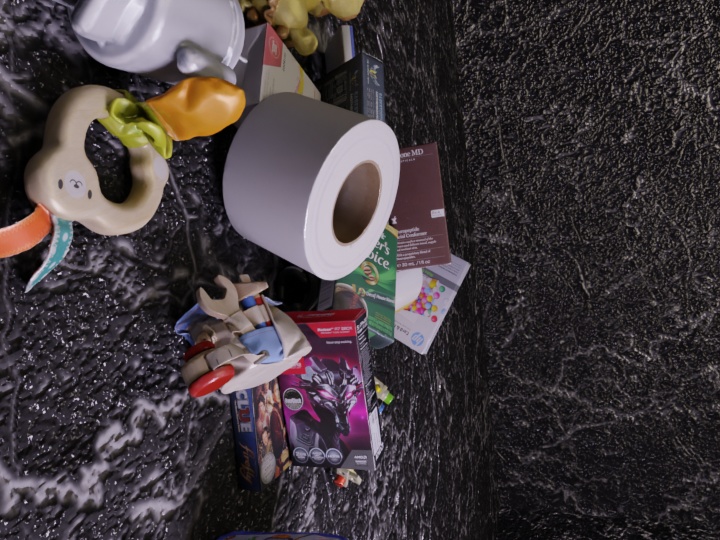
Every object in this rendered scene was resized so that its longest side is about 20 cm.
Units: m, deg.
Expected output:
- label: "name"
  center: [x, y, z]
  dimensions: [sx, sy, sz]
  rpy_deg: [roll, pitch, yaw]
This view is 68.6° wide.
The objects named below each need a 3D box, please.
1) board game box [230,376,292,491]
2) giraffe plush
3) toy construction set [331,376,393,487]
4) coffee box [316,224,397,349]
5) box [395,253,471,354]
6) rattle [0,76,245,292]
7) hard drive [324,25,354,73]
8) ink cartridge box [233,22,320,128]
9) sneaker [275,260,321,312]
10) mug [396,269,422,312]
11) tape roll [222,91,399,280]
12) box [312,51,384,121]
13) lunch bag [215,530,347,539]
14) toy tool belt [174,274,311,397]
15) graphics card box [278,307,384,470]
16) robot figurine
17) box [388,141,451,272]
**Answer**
- label: "board game box"
  center: [-0.107, 0.194, 0.738]
  dimensions: [0.199, 0.034, 0.139]
  rpy_deg: [-17, 103, -69]
- label: "giraffe plush"
  center: [-0.093, -0.384, 0.734]
  dimensions: [0.200, 0.169, 0.165]
  rpy_deg: [48, 63, -72]
- label: "toy construction set"
  center: [-0.009, 0.266, 0.920]
  dimensions: [0.132, 0.091, 0.202]
  rpy_deg: [122, -8, -54]
- label: "coffee box"
  center: [0.000, 0.000, 0.789]
  dimensions: [0.122, 0.044, 0.204]
  rpy_deg: [30, 49, -31]
- label: "box"
  center: [0.110, 0.042, 1.071]
  dimensions: [0.203, 0.154, 0.041]
  rpy_deg: [-63, 157, 4]
- label: "rattle"
  center: [-0.189, -0.073, 0.429]
  dimensions: [0.202, 0.139, 0.133]
  rpy_deg: [-74, 170, -54]
- label: "hard drive"
  center: [-0.031, -0.304, 0.936]
  dimensions: [0.132, 0.025, 0.205]
  rpy_deg: [-170, -106, -74]
- label: "ink cartridge box"
  center: [-0.111, -0.229, 0.747]
  dimensions: [0.200, 0.066, 0.119]
  rpy_deg: [37, 53, -64]
- label: "sneaker"
  center: [-0.079, 0.000, 0.792]
  dimensions: [0.098, 0.069, 0.204]
  rpy_deg: [59, 35, -53]
- label: "mug"
  center: [0.027, 0.046, 0.981]
  dimensions: [0.153, 0.147, 0.191]
  rpy_deg: [-34, 112, -57]
- label: "tape roll"
  center: [-0.057, -0.108, 0.674]
  dimensions: [0.202, 0.137, 0.206]
  rpy_deg: [-41, 143, -39]
- label: "box"
  center: [-0.030, -0.213, 0.833]
  dimensions: [0.050, 0.156, 0.205]
  rpy_deg: [4, 80, -41]
- label: "lunch bag"
  center: [-0.083, 0.363, 0.587]
  dimensions: [0.202, 0.166, 0.126]
  rpy_deg: [63, 28, -46]
- label: "toy tool belt"
  center: [-0.145, 0.065, 0.581]
  dimensions: [0.124, 0.124, 0.200]
  rpy_deg: [58, 13, 14]
- label: "graphics card box"
  center: [-0.043, 0.156, 0.692]
  dimensions: [0.051, 0.123, 0.205]
  rpy_deg: [-35, 119, -68]
- label: "robot figurine"
  center: [-0.184, -0.237, 0.491]
  dimensions: [0.171, 0.112, 0.199]
  rpy_deg: [53, 21, 7]
- label: "box"
  center: [0.096, -0.105, 0.898]
  dimensions: [0.075, 0.098, 0.205]
  rpy_deg: [-13, 95, -81]
